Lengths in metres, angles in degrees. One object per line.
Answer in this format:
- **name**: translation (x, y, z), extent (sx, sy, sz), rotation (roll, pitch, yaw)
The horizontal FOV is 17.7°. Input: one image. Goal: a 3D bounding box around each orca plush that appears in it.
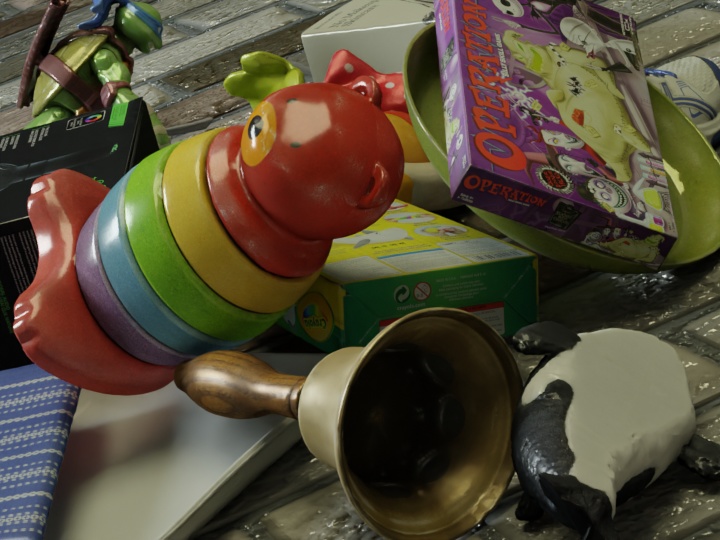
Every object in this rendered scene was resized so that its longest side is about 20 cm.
- **orca plush**: translation (0.098, 0.089, 0.984), extent (0.105, 0.071, 0.200), rotation (26, 23, -10)

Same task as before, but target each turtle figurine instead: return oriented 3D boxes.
- **turtle figurine**: translation (-0.185, -0.081, 1.646), extent (0.194, 0.200, 0.144), rotation (-41, 46, -6)

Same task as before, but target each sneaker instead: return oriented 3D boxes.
- **sneaker**: translation (0.153, -0.099, 1.378), extent (0.075, 0.088, 0.200), rotation (-1, 24, 43)

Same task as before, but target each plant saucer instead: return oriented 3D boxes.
- **plant saucer**: translation (0.107, -0.063, 1.249), extent (0.200, 0.031, 0.200), rotation (20, 36, -15)

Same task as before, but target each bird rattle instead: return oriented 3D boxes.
- **bird rattle**: translation (0.001, -0.069, 1.450), extent (0.163, 0.113, 0.200), rotation (24, 14, 33)

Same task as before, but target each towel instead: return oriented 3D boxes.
- **towel**: translation (-0.214, 0.105, 1.155), extent (0.144, 0.024, 0.200), rotation (-13, 22, 5)

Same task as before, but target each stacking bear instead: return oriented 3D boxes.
- **stacking bear**: translation (-0.063, -0.025, 1.147), extent (0.200, 0.114, 0.122), rotation (-31, 43, 35)

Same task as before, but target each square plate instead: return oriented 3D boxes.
- **square plate**: translation (-0.121, 0.097, 1.167), extent (0.200, 0.029, 0.198), rotation (-3, 25, 37)

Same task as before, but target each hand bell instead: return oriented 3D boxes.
- **hand bell**: translation (-0.026, 0.060, 1.075), extent (0.104, 0.104, 0.200), rotation (-29, 21, -30)

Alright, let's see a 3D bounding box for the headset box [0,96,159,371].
- **headset box**: translation (-0.198, -0.013, 1.337), extent (0.199, 0.093, 0.174), rotation (-14, 21, 5)

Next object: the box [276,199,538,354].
- **box**: translation (0.000, 0.000, 1.261), extent (0.117, 0.049, 0.200), rotation (-8, 16, -22)

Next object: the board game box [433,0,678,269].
- **board game box**: translation (0.100, -0.089, 1.227), extent (0.120, 0.032, 0.200), rotation (14, 38, -14)

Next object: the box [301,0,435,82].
- **box**: translation (0.062, -0.160, 1.651), extent (0.200, 0.069, 0.082), rotation (-2, 24, 36)
